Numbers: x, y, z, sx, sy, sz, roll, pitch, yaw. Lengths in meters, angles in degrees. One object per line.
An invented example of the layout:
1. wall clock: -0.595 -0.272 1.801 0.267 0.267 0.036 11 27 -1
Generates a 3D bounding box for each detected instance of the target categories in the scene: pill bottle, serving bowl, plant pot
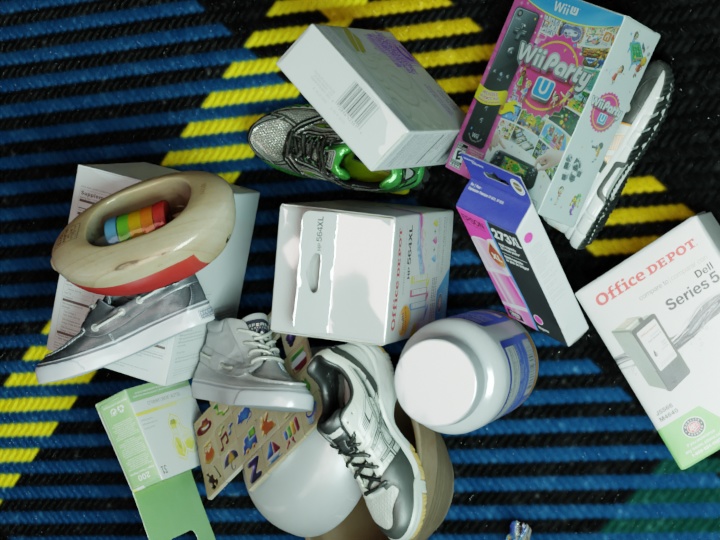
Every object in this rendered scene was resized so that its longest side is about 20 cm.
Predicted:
1. pill bottle: 0.100 0.100 1.605 0.111 0.200 0.113 1 93 20
2. serving bowl: -0.065 0.171 1.696 0.200 0.065 0.202 -26 56 45
3. plant pot: 0.030 0.218 1.682 0.200 0.092 0.202 -26 55 45

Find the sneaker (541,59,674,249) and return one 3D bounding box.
1. sneaker: 0.235 -0.122 1.604 0.080 0.074 0.201 35 106 18

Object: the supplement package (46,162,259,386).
1. supplement package: -0.220 -0.001 1.754 0.150 0.152 0.202 15 99 19

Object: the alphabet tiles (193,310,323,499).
1. alphabet tiles: -0.110 0.143 1.707 0.200 0.008 0.168 -46 42 31

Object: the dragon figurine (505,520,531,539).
1. dragon figurine: 0.197 0.347 1.662 0.099 0.059 0.202 -9 90 22

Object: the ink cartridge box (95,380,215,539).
1. ink cartridge box: -0.200 0.219 1.767 0.048 0.145 0.201 -25 85 20

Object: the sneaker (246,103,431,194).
1. sneaker: -0.030 -0.128 1.704 0.199 0.085 0.079 12 99 22

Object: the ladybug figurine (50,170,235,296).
1. ladybug figurine: -0.209 -0.029 1.609 0.199 0.136 0.072 -15 128 15

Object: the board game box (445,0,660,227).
1. board game box: 0.182 -0.163 1.587 0.147 0.064 0.201 31 100 46

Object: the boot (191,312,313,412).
1. boot: -0.109 0.090 1.658 0.199 0.073 0.096 2 83 55

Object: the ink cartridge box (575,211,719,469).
1. ink cartridge box: 0.322 0.065 1.576 0.145 0.084 0.201 -35 81 21

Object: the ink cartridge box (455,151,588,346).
1. ink cartridge box: 0.150 -0.020 1.584 0.037 0.201 0.095 -39 36 -17

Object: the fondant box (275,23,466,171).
1. fondant box: 0.020 -0.171 1.618 0.058 0.200 0.144 -45 78 19

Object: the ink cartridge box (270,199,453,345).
1. ink cartridge box: 0.000 0.000 1.639 0.124 0.200 0.130 6 97 21

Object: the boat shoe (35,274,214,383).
1. boat shoe: -0.245 0.055 1.648 0.199 0.072 0.068 -23 89 18

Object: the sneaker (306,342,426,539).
1. sneaker: -0.002 0.167 1.573 0.076 0.087 0.201 -36 63 40
